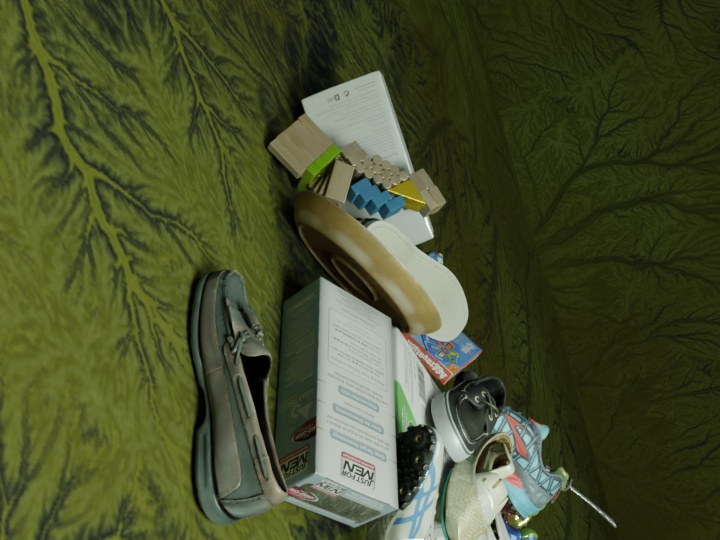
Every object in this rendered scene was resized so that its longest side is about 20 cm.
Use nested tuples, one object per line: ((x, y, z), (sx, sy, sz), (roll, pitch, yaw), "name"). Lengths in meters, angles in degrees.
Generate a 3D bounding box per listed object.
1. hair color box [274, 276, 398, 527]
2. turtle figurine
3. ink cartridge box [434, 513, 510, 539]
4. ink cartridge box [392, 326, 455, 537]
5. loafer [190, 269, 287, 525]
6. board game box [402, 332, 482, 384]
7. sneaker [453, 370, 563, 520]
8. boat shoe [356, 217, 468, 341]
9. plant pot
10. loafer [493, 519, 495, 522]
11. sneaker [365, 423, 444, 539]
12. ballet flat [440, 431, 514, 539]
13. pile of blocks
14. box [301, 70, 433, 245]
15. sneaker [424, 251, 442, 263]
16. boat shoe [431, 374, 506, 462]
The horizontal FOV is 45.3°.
((-0.021, 0.117, 0.786), (0.099, 0.060, 0.201), (31, 41, -33), "hair color box")
((0.225, 0.317, 1.251), (0.198, 0.144, 0.195), (5, 53, -35), "turtle figurine")
((0.130, 0.351, 1.057), (0.201, 0.044, 0.176), (67, 30, -19), "ink cartridge box")
((0.042, 0.180, 0.923), (0.200, 0.083, 0.146), (55, 26, -44), "ink cartridge box")
((-0.086, 0.088, 0.658), (0.072, 0.062, 0.202), (44, 35, -56), "loafer")
((0.089, 0.082, 1.047), (0.103, 0.020, 0.200), (41, 13, 12), "board game box")
((0.190, 0.209, 1.103), (0.201, 0.095, 0.079), (62, -5, -2), "sneaker")
((0.049, 0.010, 0.983), (0.200, 0.074, 0.060), (40, -9, -34), "boat shoe")
((0.000, 0.000, 0.880), (0.200, 0.027, 0.200), (42, -12, 11), "plant pot")
((0.128, 0.255, 1.138), (0.076, 0.067, 0.202), (-43, 117, -73), "loafer")
((0.042, 0.235, 0.785), (0.072, 0.072, 0.202), (10, 99, -31), "sneaker")
((0.129, 0.221, 0.912), (0.200, 0.062, 0.068), (-52, 122, -68), "ballet flat")
((-0.010, -0.091, 0.938), (0.062, 0.198, 0.083), (130, -19, -62), "pile of blocks")
((0.012, -0.126, 1.038), (0.124, 0.097, 0.202), (-74, 145, -79), "box")
((0.085, 0.020, 1.205), (0.200, 0.073, 0.083), (0, 77, -70), "sneaker")
((0.123, 0.152, 0.946), (0.069, 0.056, 0.200), (63, 15, 2), "boat shoe")
